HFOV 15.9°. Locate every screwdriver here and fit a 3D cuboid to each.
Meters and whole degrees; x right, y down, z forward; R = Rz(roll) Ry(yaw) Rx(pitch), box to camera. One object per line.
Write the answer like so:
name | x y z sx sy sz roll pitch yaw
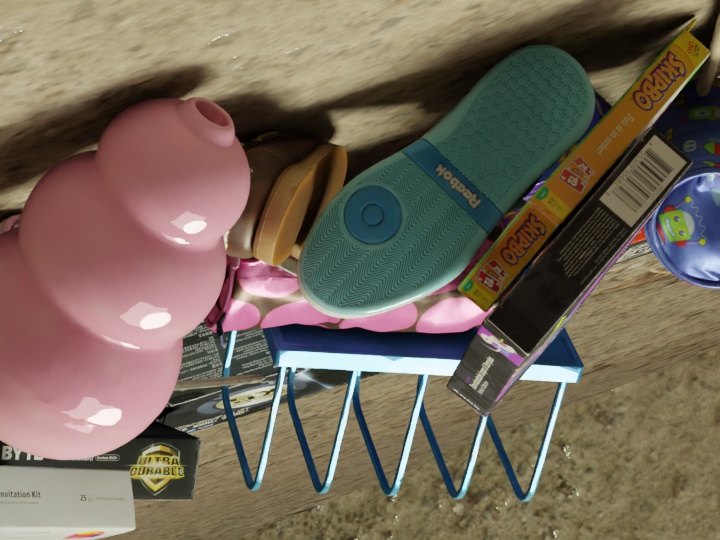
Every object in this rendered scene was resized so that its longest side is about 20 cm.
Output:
screwdriver | -0.146 0.067 1.503 0.199 0.029 0.028 -11 -152 27

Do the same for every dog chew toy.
dog chew toy | -0.125 -0.002 1.280 0.124 0.125 0.200 -5 136 -56

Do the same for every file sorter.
file sorter | 0.019 0.067 1.655 0.199 0.139 0.123 4 120 -17

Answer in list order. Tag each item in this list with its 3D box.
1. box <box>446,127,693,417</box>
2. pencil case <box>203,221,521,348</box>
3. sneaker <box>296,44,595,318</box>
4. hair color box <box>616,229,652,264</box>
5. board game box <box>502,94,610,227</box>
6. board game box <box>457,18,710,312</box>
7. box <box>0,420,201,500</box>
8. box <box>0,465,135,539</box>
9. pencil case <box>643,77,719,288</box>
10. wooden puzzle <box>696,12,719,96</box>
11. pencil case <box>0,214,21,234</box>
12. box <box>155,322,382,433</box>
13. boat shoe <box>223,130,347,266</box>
box | 0.114 0.006 1.450 0.143 0.036 0.200 -49 176 -12
pencil case | 0.000 0.000 1.547 0.199 0.091 0.094 -1 162 -21
sneaker | 0.044 -0.037 1.451 0.200 0.080 0.131 -38 177 -10
hair color box | 0.155 -0.029 1.907 0.199 0.062 0.102 -17 172 -9
board game box | 0.113 -0.060 1.689 0.134 0.045 0.200 -20 171 13
board game box | 0.132 -0.063 1.460 0.200 0.030 0.096 -50 178 -39
box | -0.231 0.117 1.723 0.199 0.046 0.159 4 -174 -36
box | -0.261 0.156 1.567 0.199 0.041 0.155 -16 165 40
pencil case | 0.218 -0.056 1.588 0.086 0.079 0.200 -2 -159 7
wooden puzzle | 0.302 -0.150 1.537 0.199 0.047 0.185 -19 171 1
pencil case | -0.241 0.036 1.443 0.199 0.083 0.087 -23 -170 27
box | -0.063 0.043 1.817 0.199 0.087 0.164 -17 170 -11
boat shoe | -0.055 -0.044 1.406 0.070 0.071 0.200 17 -176 8
